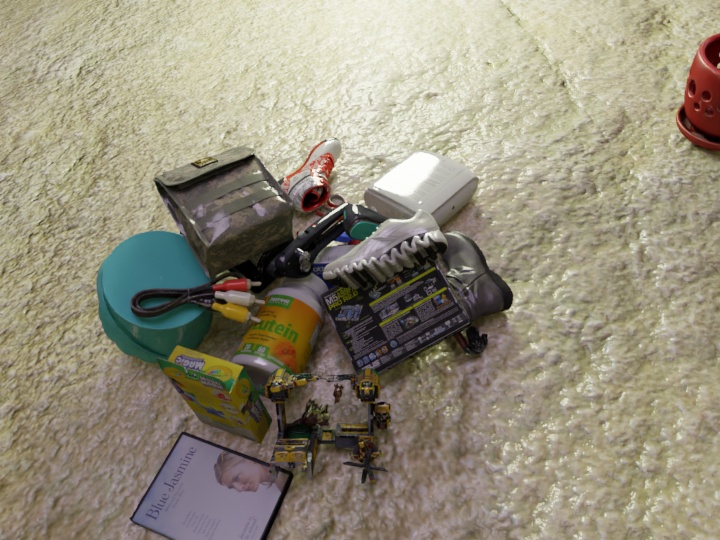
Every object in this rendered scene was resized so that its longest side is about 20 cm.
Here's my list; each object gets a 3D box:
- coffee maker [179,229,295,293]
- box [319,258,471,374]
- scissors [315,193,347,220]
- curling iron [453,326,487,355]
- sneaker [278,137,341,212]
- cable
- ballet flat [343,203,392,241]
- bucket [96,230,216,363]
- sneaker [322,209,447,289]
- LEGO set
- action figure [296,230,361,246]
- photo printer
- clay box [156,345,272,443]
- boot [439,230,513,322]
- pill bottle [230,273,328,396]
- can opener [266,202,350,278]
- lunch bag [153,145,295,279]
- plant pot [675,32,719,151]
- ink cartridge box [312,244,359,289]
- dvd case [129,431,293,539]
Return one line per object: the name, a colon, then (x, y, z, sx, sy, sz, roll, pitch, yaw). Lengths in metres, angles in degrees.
coffee maker: (-0.228, -0.063, 1.067, 0.200, 0.192, 0.135, 38, 83, 9)
box: (0.055, 0.064, 0.909, 0.199, 0.044, 0.161, -30, 73, 9)
scissors: (0.001, -0.113, 1.162, 0.199, 0.014, 0.073, 22, 54, 22)
curling iron: (0.153, 0.075, 0.978, 0.049, 0.026, 0.200, -10, 41, -29)
sneaker: (-0.085, -0.201, 1.203, 0.108, 0.067, 0.201, 30, 65, 39)
cable: (-0.252, 0.034, 0.881, 0.199, 0.050, 0.098, 8, 57, -21)
ballet flat: (0.042, -0.075, 1.022, 0.073, 0.199, 0.073, -17, 65, 42)
bucket: (-0.342, 0.041, 0.951, 0.206, 0.135, 0.208, 10, 60, -17)
sneaker: (0.033, -0.031, 0.879, 0.199, 0.075, 0.081, -20, 63, 7)
LEGO set: (-0.053, 0.221, 0.794, 0.199, 0.155, 0.116, 7, 17, 0)
action figure: (-0.023, -0.053, 1.070, 0.199, 0.066, 0.052, -3, 13, -19)
photo printer: (0.131, -0.165, 1.142, 0.166, 0.070, 0.200, 31, 56, 29)
clay box: (-0.209, 0.179, 0.824, 0.114, 0.201, 0.048, 14, 53, 18)
boot: (0.161, 0.009, 0.979, 0.131, 0.070, 0.200, -16, 47, -27)
pill bottle: (-0.126, 0.100, 0.936, 0.110, 0.111, 0.201, 11, 53, 16)
can opener: (-0.078, -0.057, 0.966, 0.078, 0.064, 0.200, 24, 55, 33)
lunch bag: (-0.225, -0.117, 0.921, 0.164, 0.118, 0.200, -28, 67, -25)
plant pot: (0.768, -0.357, 1.146, 0.199, 0.183, 0.201, -4, 49, 5)
ink cartridge box: (0.000, 0.000, 1.006, 0.199, 0.094, 0.044, -2, 49, 12)
dvd case: (-0.215, 0.331, 0.818, 0.199, 0.018, 0.143, 13, 54, 18)
